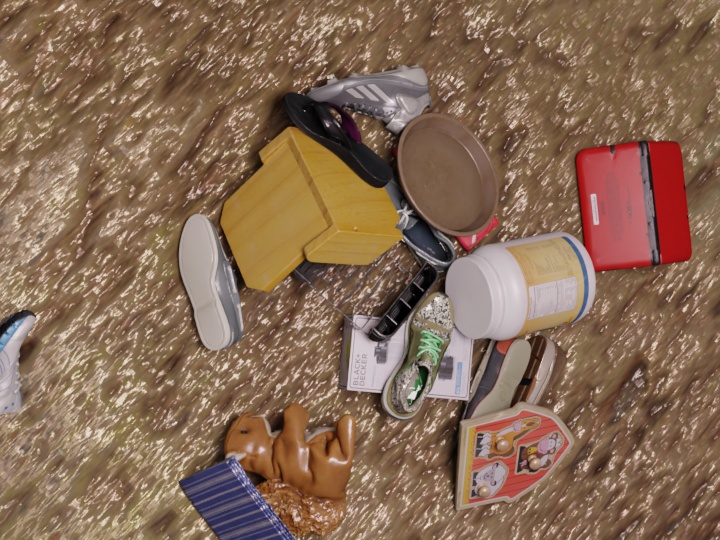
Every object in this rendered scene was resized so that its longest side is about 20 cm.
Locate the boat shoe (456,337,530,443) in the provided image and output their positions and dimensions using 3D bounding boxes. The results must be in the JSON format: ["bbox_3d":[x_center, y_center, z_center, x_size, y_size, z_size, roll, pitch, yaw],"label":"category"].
[{"bbox_3d":[0.197,0.190,1.679,0.071,0.062,0.202,40,72,-40],"label":"boat shoe"}]

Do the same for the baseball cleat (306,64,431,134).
[{"bbox_3d":[0.019,-0.256,1.653,0.197,0.070,0.108,-15,91,-14],"label":"baseball cleat"}]

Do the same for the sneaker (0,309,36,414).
[{"bbox_3d":[-0.502,0.151,1.510,0.086,0.075,0.201,33,88,-18],"label":"sneaker"}]

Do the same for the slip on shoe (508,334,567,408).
[{"bbox_3d":[0.265,0.203,1.705,0.060,0.076,0.202,32,76,-28],"label":"slip on shoe"}]

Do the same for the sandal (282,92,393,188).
[{"bbox_3d":[-0.026,-0.205,1.589,0.200,0.076,0.048,38,124,-4],"label":"sandal"}]

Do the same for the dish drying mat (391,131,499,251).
[{"bbox_3d":[0.137,-0.132,1.706,0.077,0.018,0.201,-39,98,-12],"label":"dish drying mat"}]

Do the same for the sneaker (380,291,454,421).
[{"bbox_3d":[0.098,0.129,1.588,0.076,0.089,0.203,21,82,-13],"label":"sneaker"}]

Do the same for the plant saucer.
[{"bbox_3d":[0.131,-0.145,1.662,0.198,0.029,0.203,14,65,-32],"label":"plant saucer"}]

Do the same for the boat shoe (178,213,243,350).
[{"bbox_3d":[-0.217,0.017,1.598,0.061,0.072,0.203,-3,80,-57],"label":"boat shoe"}]

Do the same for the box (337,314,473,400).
[{"bbox_3d":[0.070,0.135,1.658,0.197,0.060,0.119,8,86,-14],"label":"box"}]

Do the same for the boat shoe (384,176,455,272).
[{"bbox_3d":[0.076,-0.081,1.658,0.073,0.062,0.201,-41,98,-13],"label":"boat shoe"}]

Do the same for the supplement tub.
[{"bbox_3d":[0.243,0.025,1.644,0.197,0.144,0.147,-11,91,-29],"label":"supplement tub"}]

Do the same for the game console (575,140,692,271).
[{"bbox_3d":[0.455,-0.107,1.789,0.170,0.119,0.204,-7,89,17],"label":"game console"}]

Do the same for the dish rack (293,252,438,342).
[{"bbox_3d":[0.000,0.000,1.613,0.199,0.055,0.154,40,58,2],"label":"dish rack"}]

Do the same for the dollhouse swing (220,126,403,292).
[{"bbox_3d":[-0.077,-0.074,1.593,0.180,0.176,0.202,3,48,-41],"label":"dollhouse swing"}]

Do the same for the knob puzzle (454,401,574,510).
[{"bbox_3d":[0.244,0.288,1.659,0.216,0.031,0.222,-11,124,-16],"label":"knob puzzle"}]

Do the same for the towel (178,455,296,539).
[{"bbox_3d":[-0.165,0.364,1.559,0.201,0.144,0.024,54,43,-7],"label":"towel"}]

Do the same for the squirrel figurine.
[{"bbox_3d":[-0.111,0.294,1.570,0.183,0.142,0.204,6,84,-8],"label":"squirrel figurine"}]
